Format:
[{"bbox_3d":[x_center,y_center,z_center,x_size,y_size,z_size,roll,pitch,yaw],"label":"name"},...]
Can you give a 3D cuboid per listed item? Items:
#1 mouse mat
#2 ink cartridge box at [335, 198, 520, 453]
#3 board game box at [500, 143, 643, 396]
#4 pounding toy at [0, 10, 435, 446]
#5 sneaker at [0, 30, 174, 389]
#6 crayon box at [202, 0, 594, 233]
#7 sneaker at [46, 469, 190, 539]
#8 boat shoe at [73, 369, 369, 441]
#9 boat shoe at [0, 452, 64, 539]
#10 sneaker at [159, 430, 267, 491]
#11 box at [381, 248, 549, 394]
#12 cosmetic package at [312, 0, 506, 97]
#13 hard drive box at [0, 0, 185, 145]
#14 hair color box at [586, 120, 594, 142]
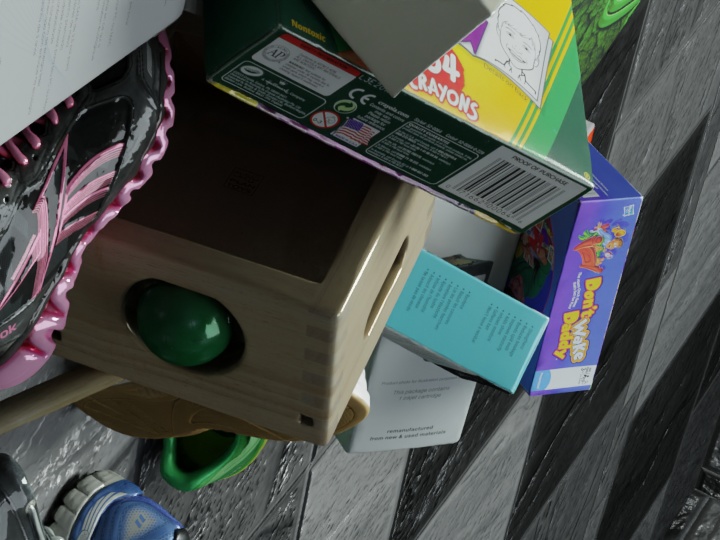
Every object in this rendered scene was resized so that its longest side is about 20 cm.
[{"bbox_3d":[0.143,-0.162,1.413,0.161,0.008,0.200,-56,170,12],"label":"mouse mat"},{"bbox_3d":[0.018,-0.014,1.615,0.082,0.146,0.201,-5,127,-27],"label":"ink cartridge box"},{"bbox_3d":[0.088,-0.036,1.616,0.045,0.200,0.135,-4,124,-27],"label":"board game box"},{"bbox_3d":[-0.080,0.000,1.307,0.143,0.183,0.200,96,16,-49],"label":"pounding toy"},{"bbox_3d":[-0.152,-0.042,1.182,0.095,0.079,0.201,18,96,-63],"label":"sneaker"},{"bbox_3d":[0.017,-0.133,1.256,0.058,0.199,0.173,-32,-132,37],"label":"crayon box"},{"bbox_3d":[-0.158,0.219,1.511,0.201,0.089,0.079,-66,164,3],"label":"sneaker"},{"bbox_3d":[-0.071,0.046,1.399,0.071,0.199,0.070,41,59,-40],"label":"boat shoe"},{"bbox_3d":[-0.179,0.158,1.377,0.068,0.073,0.200,-43,148,-20],"label":"boat shoe"},{"bbox_3d":[-0.070,0.050,1.575,0.084,0.074,0.201,-46,156,-60],"label":"sneaker"},{"bbox_3d":[0.000,0.000,1.471,0.049,0.199,0.082,-63,-162,-4],"label":"box"},{"bbox_3d":[-0.007,-0.188,1.164,0.073,0.200,0.104,-36,-176,39],"label":"cosmetic package"},{"bbox_3d":[-0.134,-0.145,1.049,0.200,0.077,0.156,-43,153,-54],"label":"hard drive box"},{"bbox_3d":[0.076,-0.046,1.863,0.200,0.101,0.061,-50,159,-40],"label":"hair color box"}]
